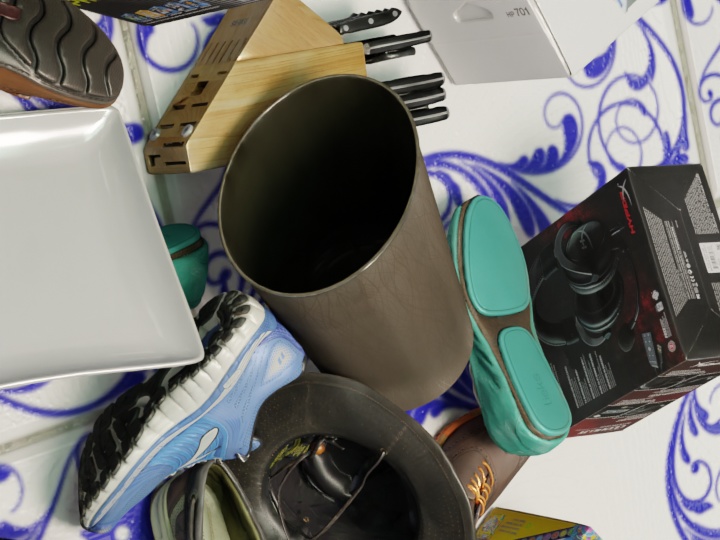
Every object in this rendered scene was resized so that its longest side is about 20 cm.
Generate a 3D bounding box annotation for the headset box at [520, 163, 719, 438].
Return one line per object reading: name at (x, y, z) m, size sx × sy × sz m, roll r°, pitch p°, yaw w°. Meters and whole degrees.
headset box at (0.190, 0.029, 1.491) m, size 0.077 × 0.200 × 0.149 m, roll -3°, pitch 70°, yaw -32°

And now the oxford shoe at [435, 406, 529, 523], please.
oxford shoe at (0.078, 0.166, 1.496) m, size 0.200 × 0.073 × 0.071 m, roll -41°, pitch 112°, yaw -26°

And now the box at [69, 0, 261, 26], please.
box at (-0.153, -0.201, 1.262) m, size 0.160 × 0.200 × 0.044 m, roll 10°, pitch 84°, yaw -34°

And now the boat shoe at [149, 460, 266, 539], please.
boat shoe at (-0.084, 0.221, 1.345) m, size 0.072 × 0.066 × 0.201 m, roll -7°, pitch 63°, yaw -35°

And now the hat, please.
hat at (-0.004, 0.158, 1.411) m, size 0.081 × 0.200 × 0.201 m, roll -31°, pitch 111°, yaw -66°

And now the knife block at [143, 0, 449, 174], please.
knife block at (-0.034, -0.110, 1.423) m, size 0.175 × 0.064 × 0.200 m, roll 39°, pitch 70°, yaw -27°

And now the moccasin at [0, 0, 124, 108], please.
moccasin at (-0.246, -0.146, 1.282) m, size 0.201 × 0.078 × 0.074 m, roll 11°, pitch 70°, yaw -30°

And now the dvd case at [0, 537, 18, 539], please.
dvd case at (-0.215, 0.274, 1.281) m, size 0.142 × 0.018 × 0.201 m, roll 5°, pitch 87°, yaw 11°

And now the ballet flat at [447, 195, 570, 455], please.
ballet flat at (0.095, 0.046, 1.492) m, size 0.067 × 0.070 × 0.201 m, roll -2°, pitch 67°, yaw -38°

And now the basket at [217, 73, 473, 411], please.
basket at (0.000, 0.000, 1.370) m, size 0.200 × 0.136 × 0.181 m, roll 64°, pitch 28°, yaw -50°

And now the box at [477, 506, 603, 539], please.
box at (0.141, 0.320, 1.513) m, size 0.200 × 0.122 × 0.193 m, roll 47°, pitch 68°, yaw -25°

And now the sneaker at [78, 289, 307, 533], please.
sneaker at (-0.111, 0.109, 1.324) m, size 0.089 × 0.079 × 0.200 m, roll 36°, pitch 110°, yaw -27°

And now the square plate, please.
square plate at (-0.219, -0.011, 1.270) m, size 0.198 × 0.028 × 0.200 m, roll -7°, pitch 62°, yaw -29°

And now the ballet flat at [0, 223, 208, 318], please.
ballet flat at (-0.185, 0.027, 1.328) m, size 0.200 × 0.067 × 0.071 m, roll -17°, pitch 114°, yaw -30°

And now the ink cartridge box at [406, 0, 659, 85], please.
ink cartridge box at (0.157, -0.228, 1.499) m, size 0.200 × 0.146 × 0.086 m, roll -43°, pitch 114°, yaw -25°
